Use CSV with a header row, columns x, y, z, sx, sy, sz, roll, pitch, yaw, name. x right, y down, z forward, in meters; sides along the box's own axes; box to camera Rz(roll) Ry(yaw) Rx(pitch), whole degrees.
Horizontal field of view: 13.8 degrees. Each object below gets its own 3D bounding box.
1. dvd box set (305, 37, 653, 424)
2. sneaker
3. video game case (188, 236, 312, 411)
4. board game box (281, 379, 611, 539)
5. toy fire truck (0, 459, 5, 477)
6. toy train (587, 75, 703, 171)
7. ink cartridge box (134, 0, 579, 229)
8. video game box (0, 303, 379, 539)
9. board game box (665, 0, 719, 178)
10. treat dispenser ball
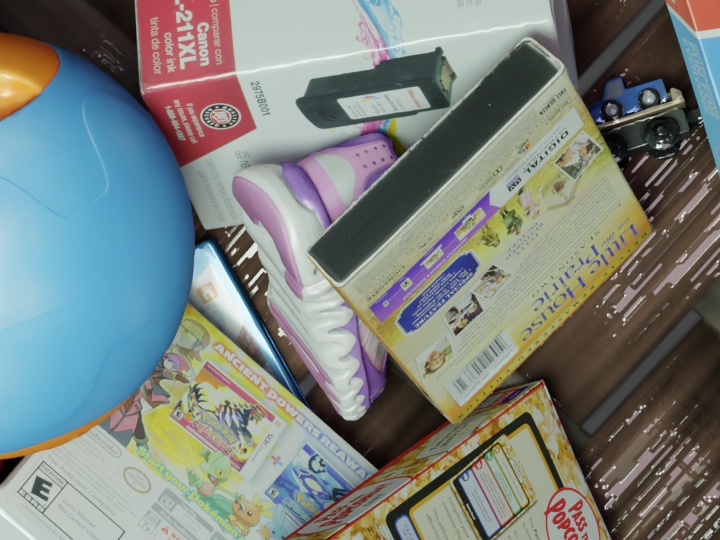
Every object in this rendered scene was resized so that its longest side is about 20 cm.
x,y,z,sx,sy,sz,roll,pitch,yaw,name
0.062,-0.014,1.433,0.146,0.200,0.029,-44,63,-2,dvd box set
0.000,0.000,1.474,0.088,0.200,0.081,-32,61,-12,sneaker
-0.091,0.102,1.569,0.143,0.018,0.200,-28,97,8,video game case
0.053,0.164,1.485,0.046,0.200,0.152,-18,99,42,board game box
-0.196,0.171,1.532,0.200,0.112,0.168,15,134,-1,toy fire truck
0.077,-0.059,1.524,0.200,0.034,0.046,-16,77,6,toy train
0.003,-0.102,1.454,0.200,0.146,0.083,-9,61,7,ink cartridge box
-0.072,0.132,1.479,0.200,0.182,0.047,42,136,-4,video game box
0.253,-0.137,1.460,0.200,0.040,0.153,-22,107,-7,board game box
-0.177,-0.012,1.391,0.200,0.201,0.201,1,100,4,treat dispenser ball
